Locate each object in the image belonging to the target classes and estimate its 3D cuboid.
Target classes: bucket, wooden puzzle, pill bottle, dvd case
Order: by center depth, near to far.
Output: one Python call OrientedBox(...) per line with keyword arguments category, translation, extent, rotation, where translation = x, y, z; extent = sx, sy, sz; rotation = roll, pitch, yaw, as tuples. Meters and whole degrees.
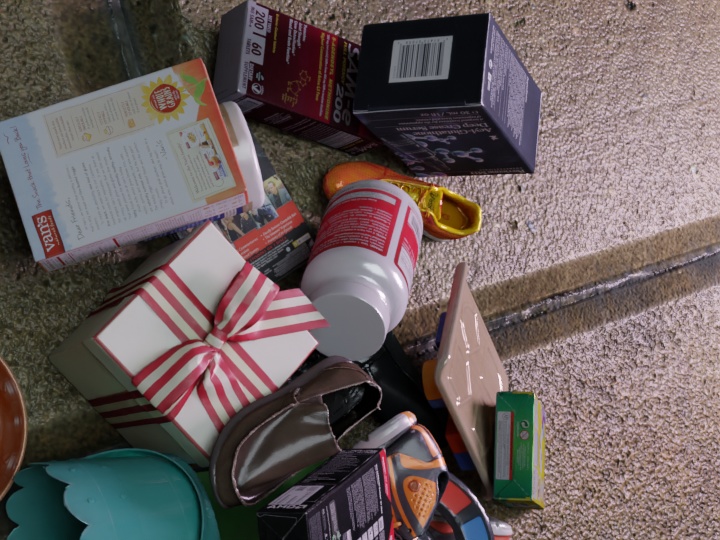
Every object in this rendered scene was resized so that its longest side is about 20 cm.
OrientedBox(category="bucket", translation=(-0.221, 0.260, 1.079), extent=(0.134, 0.207, 0.209), rotation=(-5, 83, -36))
OrientedBox(category="pill bottle", translation=(-0.203, -0.089, 1.184), extent=(0.199, 0.111, 0.112), rotation=(-17, 89, -10))
OrientedBox(category="pill bottle", translation=(0.000, 0.000, 1.261), extent=(0.112, 0.112, 0.200), rotation=(41, 33, -17))
OrientedBox(category="dvd case", translation=(-0.145, -0.071, 1.289), extent=(0.146, 0.022, 0.201), rotation=(-35, 99, -31))
OrientedBox(category="wooden puzzle", translation=(0.114, 0.122, 1.322), extent=(0.186, 0.046, 0.201), rotation=(-72, 147, -52))

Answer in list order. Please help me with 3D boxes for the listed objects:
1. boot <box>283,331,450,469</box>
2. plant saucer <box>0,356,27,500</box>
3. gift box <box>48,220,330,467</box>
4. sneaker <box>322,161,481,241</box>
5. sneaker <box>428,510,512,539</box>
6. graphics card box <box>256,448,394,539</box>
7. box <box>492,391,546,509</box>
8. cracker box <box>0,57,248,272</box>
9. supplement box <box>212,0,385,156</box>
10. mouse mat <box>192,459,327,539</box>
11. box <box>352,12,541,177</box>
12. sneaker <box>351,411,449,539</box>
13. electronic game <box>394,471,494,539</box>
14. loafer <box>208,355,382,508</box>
OrientedBox(category="boot", translation=(-0.007, 0.151, 1.296), extent=(0.162, 0.073, 0.199), rotation=(-39, 101, -28))
OrientedBox(category="plant saucer", translation=(-0.404, 0.144, 1.088), extent=(0.199, 0.032, 0.202), rotation=(7, 77, -30))
OrientedBox(category="gift box", translation=(-0.154, 0.080, 1.156), extent=(0.200, 0.186, 0.185), rotation=(44, 63, -15))
OrientedBox(category="sneaker", translation=(0.051, -0.086, 1.375), extent=(0.199, 0.077, 0.073), rotation=(12, 76, -26))
OrientedBox(category="sneaker", translation=(0.075, 0.302, 1.314), extent=(0.199, 0.077, 0.082), rotation=(13, 89, -21))
OrientedBox(category="graphics card box", translation=(-0.025, 0.243, 1.064), extent=(0.200, 0.051, 0.126), rotation=(-23, 109, -69))
OrientedBox(category="box", translation=(0.183, 0.207, 1.358), extent=(0.048, 0.200, 0.118), rotation=(0, 75, 15))
OrientedBox(category="cracker box", translation=(-0.216, -0.096, 1.096), extent=(0.199, 0.058, 0.135), rotation=(-19, 81, -7))
OrientedBox(category="supplement box", translation=(-0.061, -0.209, 1.330), extent=(0.199, 0.061, 0.110), rotation=(15, 73, -36))
OrientedBox(category="mouse mat", translation=(-0.114, 0.269, 1.218), extent=(0.199, 0.008, 0.162), rotation=(-3, 101, -32))
OrientedBox(category="box", translation=(0.101, -0.187, 1.333), extent=(0.200, 0.148, 0.108), rotation=(34, 60, -60))
OrientedBox(category="sneaker", translation=(0.001, 0.239, 1.191), extent=(0.200, 0.078, 0.112), rotation=(-37, 79, 1))
OrientedBox(category="electronic game", translation=(0.041, 0.294, 1.240), extent=(0.199, 0.042, 0.201), rotation=(0, 90, 3))
OrientedBox(category="loafer", translation=(-0.055, 0.142, 1.089), extent=(0.200, 0.071, 0.073), rotation=(-40, 122, -35))
